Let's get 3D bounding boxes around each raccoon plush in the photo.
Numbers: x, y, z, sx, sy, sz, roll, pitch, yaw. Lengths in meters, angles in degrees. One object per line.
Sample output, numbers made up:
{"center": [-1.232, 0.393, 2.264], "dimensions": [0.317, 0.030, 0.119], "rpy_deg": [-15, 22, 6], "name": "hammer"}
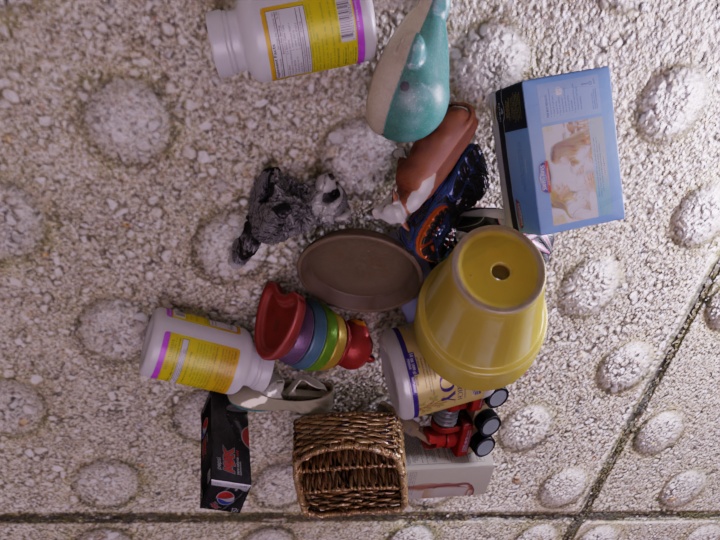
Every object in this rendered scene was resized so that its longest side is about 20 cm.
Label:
{"center": [-0.102, -0.074, 0.983], "dimensions": [0.131, 0.100, 0.199], "rpy_deg": [10, 148, -33], "name": "raccoon plush"}

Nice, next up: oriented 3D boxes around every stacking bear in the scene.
{"center": [-0.061, 0.106, 1.065], "dimensions": [0.196, 0.120, 0.117], "rpy_deg": [20, 89, -37], "name": "stacking bear"}

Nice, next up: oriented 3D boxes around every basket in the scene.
{"center": [-0.018, 0.332, 1.139], "dimensions": [0.193, 0.153, 0.144], "rpy_deg": [-4, 152, 6], "name": "basket"}

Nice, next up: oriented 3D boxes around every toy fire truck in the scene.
{"center": [0.143, 0.248, 1.207], "dimensions": [0.194, 0.129, 0.181], "rpy_deg": [-6, 123, -22], "name": "toy fire truck"}

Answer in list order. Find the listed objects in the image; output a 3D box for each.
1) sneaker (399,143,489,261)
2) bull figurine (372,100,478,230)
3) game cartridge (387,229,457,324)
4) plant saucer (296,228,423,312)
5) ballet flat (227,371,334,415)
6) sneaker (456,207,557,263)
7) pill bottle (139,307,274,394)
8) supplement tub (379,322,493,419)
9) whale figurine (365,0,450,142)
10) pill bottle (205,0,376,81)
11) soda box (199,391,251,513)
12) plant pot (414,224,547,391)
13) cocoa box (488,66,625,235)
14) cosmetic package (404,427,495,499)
{"center": [0.120, -0.109, 0.975], "dimensions": [0.202, 0.077, 0.076], "rpy_deg": [-54, 132, -19], "name": "sneaker"}
{"center": [0.088, -0.152, 0.937], "dimensions": [0.064, 0.122, 0.201], "rpy_deg": [33, 109, -28], "name": "bull figurine"}
{"center": [0.112, 0.012, 1.096], "dimensions": [0.126, 0.039, 0.203], "rpy_deg": [-22, 123, 5], "name": "game cartridge"}
{"center": [0.000, 0.000, 1.017], "dimensions": [0.193, 0.030, 0.202], "rpy_deg": [5, 145, 4], "name": "plant saucer"}
{"center": [-0.128, 0.203, 1.134], "dimensions": [0.195, 0.070, 0.071], "rpy_deg": [13, 118, -31], "name": "ballet flat"}
{"center": [0.227, -0.049, 1.041], "dimensions": [0.194, 0.080, 0.089], "rpy_deg": [7, 92, -17], "name": "sneaker"}
{"center": [-0.236, 0.132, 1.039], "dimensions": [0.195, 0.105, 0.106], "rpy_deg": [17, 116, -22], "name": "pill bottle"}
{"center": [0.138, 0.147, 1.084], "dimensions": [0.194, 0.147, 0.149], "rpy_deg": [-14, 124, -7], "name": "supplement tub"}
{"center": [0.080, -0.262, 0.852], "dimensions": [0.101, 0.159, 0.205], "rpy_deg": [24, 90, 3], "name": "whale figurine"}
{"center": [-0.084, -0.293, 0.811], "dimensions": [0.194, 0.105, 0.107], "rpy_deg": [-12, 123, -5], "name": "pill bottle"}
{"center": [-0.219, 0.286, 1.078], "dimensions": [0.069, 0.202, 0.065], "rpy_deg": [15, 118, -21], "name": "soda box"}
{"center": [0.180, 0.043, 0.944], "dimensions": [0.194, 0.206, 0.190], "rpy_deg": [-11, 153, -7], "name": "plant pot"}
{"center": [0.270, -0.162, 0.928], "dimensions": [0.129, 0.131, 0.207], "rpy_deg": [-11, 98, -8], "name": "cocoa box"}
{"center": [0.145, 0.367, 1.277], "dimensions": [0.193, 0.104, 0.089], "rpy_deg": [2, 123, -13], "name": "cosmetic package"}
